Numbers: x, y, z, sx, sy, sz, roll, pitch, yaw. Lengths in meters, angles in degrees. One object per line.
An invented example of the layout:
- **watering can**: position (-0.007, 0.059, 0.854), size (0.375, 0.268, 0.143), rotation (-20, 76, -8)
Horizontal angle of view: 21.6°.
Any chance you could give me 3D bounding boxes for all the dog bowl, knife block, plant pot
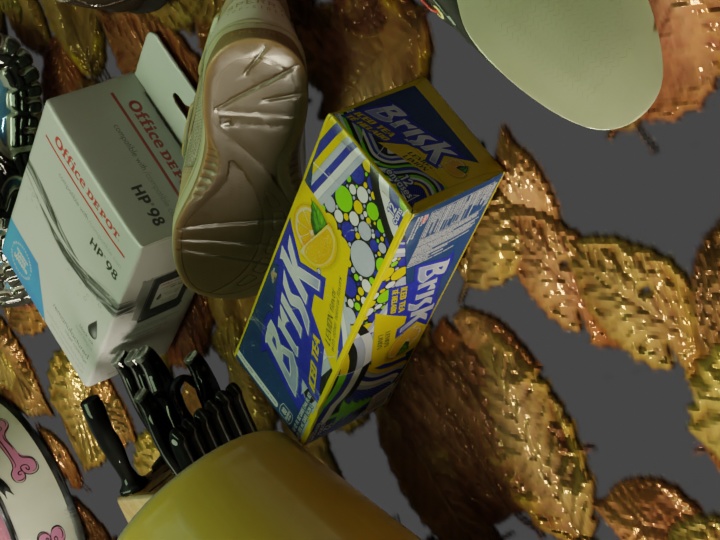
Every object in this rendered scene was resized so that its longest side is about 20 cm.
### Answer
- **dog bowl**: position (-0.294, 0.201, 1.482), size (0.200, 0.074, 0.201), rotation (32, 133, 41)
- **knife block**: position (-0.104, 0.148, 1.158), size (0.175, 0.064, 0.201), rotation (36, 137, 21)
- **plant pot**: position (-0.030, 0.194, 0.982), size (0.189, 0.200, 0.201), rotation (48, 142, 22)

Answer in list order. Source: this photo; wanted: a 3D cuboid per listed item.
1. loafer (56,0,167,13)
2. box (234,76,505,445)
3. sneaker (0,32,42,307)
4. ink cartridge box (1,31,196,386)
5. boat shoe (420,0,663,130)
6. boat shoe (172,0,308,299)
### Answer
- **loafer**: position (-0.127, -0.213, 1.001), size (0.073, 0.071, 0.201), rotation (45, 141, 30)
- **box**: position (0.000, 0.000, 0.955), size (0.070, 0.064, 0.200), rotation (51, 143, 22)
- **sneaker**: position (-0.238, -0.072, 1.263), size (0.090, 0.078, 0.201), rotation (-134, 38, -60)
- **ink cartridge box**: position (-0.147, -0.035, 1.139), size (0.116, 0.066, 0.200), rotation (55, 145, 19)
- **boat shoe**: position (0.055, -0.138, 0.803), size (0.201, 0.074, 0.063), rotation (48, 179, 11)
- **boat shoe**: position (-0.062, -0.066, 1.012), size (0.201, 0.072, 0.065), rotation (100, 171, -46)
